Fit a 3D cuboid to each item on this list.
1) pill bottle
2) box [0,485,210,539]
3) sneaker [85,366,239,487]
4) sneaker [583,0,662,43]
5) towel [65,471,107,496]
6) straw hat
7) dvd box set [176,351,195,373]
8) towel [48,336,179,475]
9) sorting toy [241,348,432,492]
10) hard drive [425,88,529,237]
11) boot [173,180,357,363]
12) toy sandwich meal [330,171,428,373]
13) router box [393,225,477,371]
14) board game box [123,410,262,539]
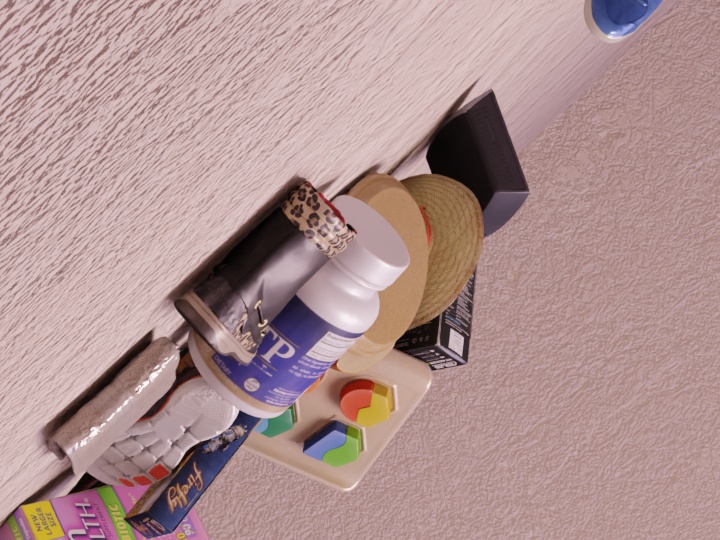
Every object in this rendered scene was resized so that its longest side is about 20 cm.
[{"bbox_3d":[-0.054,0.030,1.624,0.200,0.120,0.120,-46,176,22],"label":"pill bottle"},{"bbox_3d":[-0.253,0.319,1.834,0.200,0.176,0.097,-9,153,-42],"label":"box"},{"bbox_3d":[-0.187,0.143,1.711,0.200,0.077,0.082,-26,-155,27],"label":"sneaker"},{"bbox_3d":[0.322,-0.335,1.909,0.200,0.077,0.111,-47,-176,-22],"label":"sneaker"},{"bbox_3d":[-0.235,0.190,1.911,0.200,0.023,0.144,-35,-174,17],"label":"towel"},{"bbox_3d":[0.028,-0.038,1.918,0.201,0.201,0.085,-45,134,11],"label":"straw hat"},{"bbox_3d":[-0.169,0.100,1.863,0.200,0.029,0.146,-42,177,-35],"label":"dvd box set"},{"bbox_3d":[-0.214,0.119,1.553,0.133,0.034,0.200,-45,178,-14],"label":"towel"},{"bbox_3d":[-0.045,0.146,1.924,0.200,0.185,0.036,-58,-166,33],"label":"sorting toy"},{"bbox_3d":[0.125,-0.111,1.967,0.042,0.135,0.200,-16,171,-15],"label":"hard drive"},{"bbox_3d":[-0.074,0.001,1.480,0.151,0.073,0.200,-44,171,2],"label":"boot"},{"bbox_3d":[0.000,0.000,1.799,0.070,0.205,0.205,6,-152,31],"label":"toy sandwich meal"},{"bbox_3d":[0.031,0.042,1.978,0.200,0.062,0.150,-13,-121,36],"label":"router box"},{"bbox_3d":[-0.150,0.176,1.768,0.200,0.035,0.135,-52,-174,-19],"label":"board game box"}]
